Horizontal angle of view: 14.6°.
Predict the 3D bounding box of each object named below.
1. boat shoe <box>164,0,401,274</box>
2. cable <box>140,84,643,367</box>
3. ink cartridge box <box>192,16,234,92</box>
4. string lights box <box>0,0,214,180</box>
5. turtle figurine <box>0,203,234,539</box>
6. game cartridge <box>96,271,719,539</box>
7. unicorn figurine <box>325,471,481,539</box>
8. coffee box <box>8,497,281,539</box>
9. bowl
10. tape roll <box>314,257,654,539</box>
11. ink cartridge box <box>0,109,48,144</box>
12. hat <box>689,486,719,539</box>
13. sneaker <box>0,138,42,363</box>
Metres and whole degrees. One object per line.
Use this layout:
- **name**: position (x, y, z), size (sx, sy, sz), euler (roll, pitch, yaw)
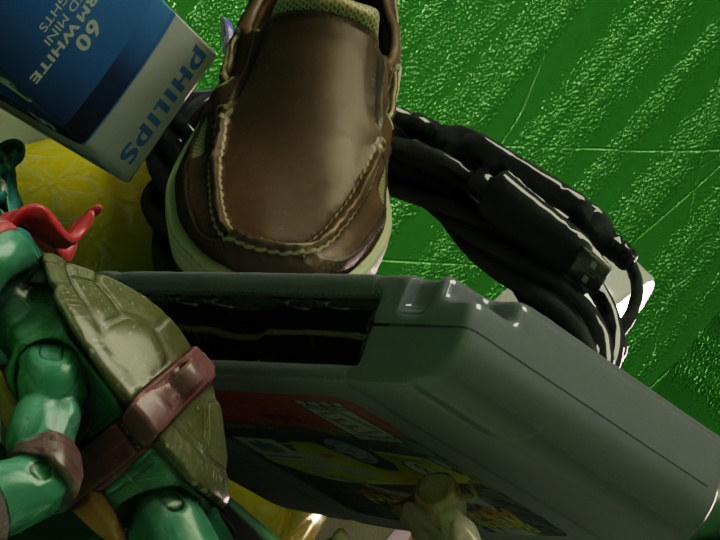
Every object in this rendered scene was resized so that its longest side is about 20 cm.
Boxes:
- **boat shoe**: position (-0.022, -0.057, 0.929), size (0.074, 0.075, 0.203), euler (8, 28, -1)
- **cable**: position (0.000, 0.000, 1.014), size (0.199, 0.163, 0.051), euler (32, -42, 5)
- **ink cartridge box**: position (-0.069, -0.016, 1.322), size (0.042, 0.201, 0.119), euler (-2, 3, 1)
- **string lights box**: position (-0.141, -0.113, 0.932), size (0.103, 0.059, 0.200), euler (30, -7, 34)
- **turtle figurine**: position (-0.079, 0.056, 0.756), size (0.200, 0.101, 0.150), euler (50, 13, 1)
- **game cartridge**: position (0.004, 0.043, 0.839), size (0.133, 0.041, 0.199), euler (28, -18, -39)
- **unicorn figurine**: position (0.042, 0.127, 0.801), size (0.138, 0.074, 0.200), euler (57, 14, 6)
- **coffee box**: position (-0.024, 0.124, 0.908), size (0.200, 0.044, 0.123), euler (41, 3, 1)
- **bowl**: position (-0.060, 0.015, 1.090), size (0.200, 0.108, 0.200), euler (50, -7, 8)
- **tape roll**: position (0.045, 0.065, 1.198), size (0.037, 0.203, 0.203), euler (43, 3, 9)
- **ink cartridge box**: position (-0.195, -0.126, 1.264), size (0.200, 0.084, 0.146), euler (48, 8, -39)
- **hat**: position (0.091, 0.181, 1.059), size (0.176, 0.165, 0.201), euler (-9, -82, 57)
- **sneaker**: position (-0.143, -0.011, 0.960), size (0.077, 0.080, 0.200), euler (6, 20, -37)
